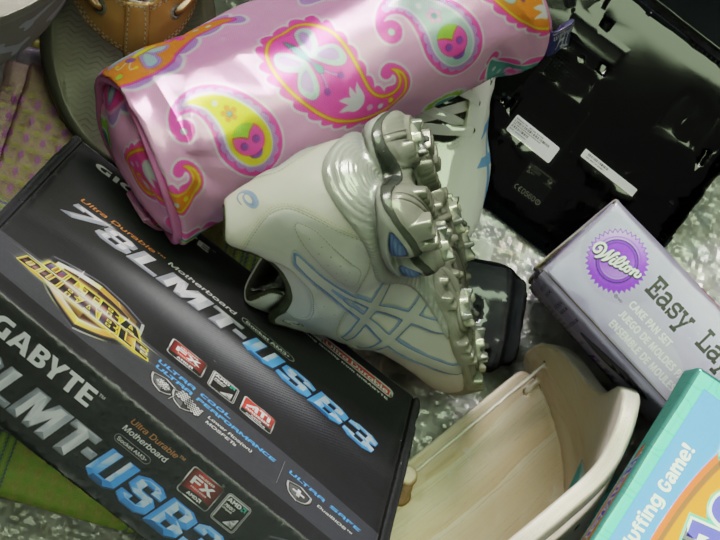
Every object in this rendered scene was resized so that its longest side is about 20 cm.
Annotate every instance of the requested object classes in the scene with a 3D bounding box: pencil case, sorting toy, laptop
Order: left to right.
[{"bbox_3d":[-0.013,-0.085,0.958,0.199,0.087,0.088,-27,79,-16],"label":"pencil case"},{"bbox_3d":[0.053,0.113,0.961,0.199,0.180,0.107,-37,82,-19],"label":"sorting toy"},{"bbox_3d":[0.120,-0.116,1.140,0.177,0.103,0.201,37,95,3],"label":"laptop"}]

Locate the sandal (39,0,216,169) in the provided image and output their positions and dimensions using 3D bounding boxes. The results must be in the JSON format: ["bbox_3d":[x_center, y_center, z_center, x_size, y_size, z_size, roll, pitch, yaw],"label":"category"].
[{"bbox_3d":[-0.090,-0.138,0.968,0.081,0.055,0.202,13,108,-9],"label":"sandal"}]

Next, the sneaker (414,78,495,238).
[{"bbox_3d":[0.035,-0.106,1.049,0.071,0.072,0.202,5,85,-3],"label":"sneaker"}]

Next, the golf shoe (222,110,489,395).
[{"bbox_3d":[0.000,0.000,0.967,0.096,0.200,0.079,-13,60,9],"label":"golf shoe"}]

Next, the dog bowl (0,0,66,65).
[{"bbox_3d":[-0.195,-0.157,0.897,0.198,0.059,0.202,8,56,-11],"label":"dog bowl"}]

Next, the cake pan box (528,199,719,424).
[{"bbox_3d":[0.152,0.056,0.996,0.052,0.200,0.184,-41,85,0],"label":"cake pan box"}]

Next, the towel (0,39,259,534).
[{"bbox_3d":[-0.117,0.010,1.018,0.142,0.023,0.202,17,85,-8],"label":"towel"}]

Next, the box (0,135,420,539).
[{"bbox_3d":[-0.071,0.043,0.913,0.200,0.199,0.050,39,108,-5],"label":"box"}]

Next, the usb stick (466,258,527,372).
[{"bbox_3d":[-0.020,0.006,1.060,0.198,0.033,0.056,11,72,-8],"label":"usb stick"}]

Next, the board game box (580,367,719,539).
[{"bbox_3d":[0.170,0.155,0.867,0.199,0.045,0.153,32,87,3],"label":"board game box"}]
